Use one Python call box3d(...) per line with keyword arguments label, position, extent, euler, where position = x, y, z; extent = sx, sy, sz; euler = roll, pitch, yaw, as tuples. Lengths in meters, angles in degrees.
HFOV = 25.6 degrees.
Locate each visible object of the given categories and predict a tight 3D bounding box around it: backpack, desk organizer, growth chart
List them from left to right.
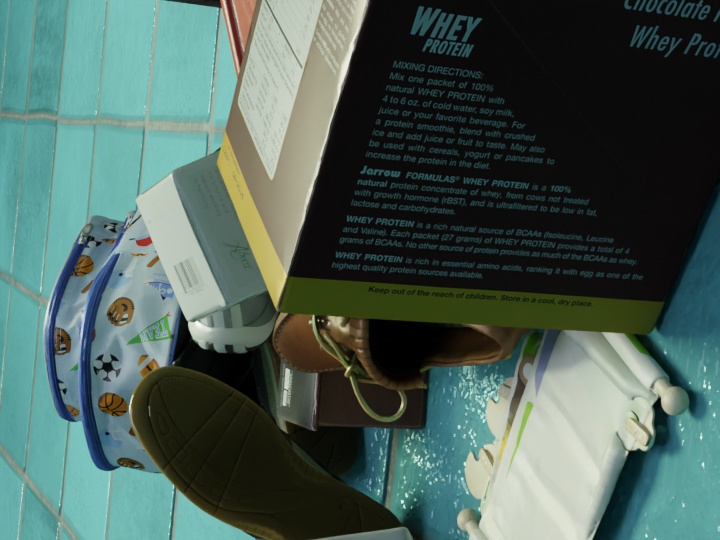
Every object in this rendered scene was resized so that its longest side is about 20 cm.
box3d(label="backpack", position=(-0.147, 0.051, 1.152), extent=(0.191, 0.153, 0.201), euler=(-81, -15, -55))
box3d(label="desk organizer", position=(0.000, 0.000, 1.018), extent=(0.072, 0.077, 0.201), euler=(-175, 89, -69))
box3d(label="growth chart", position=(0.101, 0.099, 0.831), extent=(0.145, 0.018, 0.201), euler=(-115, 36, -51))

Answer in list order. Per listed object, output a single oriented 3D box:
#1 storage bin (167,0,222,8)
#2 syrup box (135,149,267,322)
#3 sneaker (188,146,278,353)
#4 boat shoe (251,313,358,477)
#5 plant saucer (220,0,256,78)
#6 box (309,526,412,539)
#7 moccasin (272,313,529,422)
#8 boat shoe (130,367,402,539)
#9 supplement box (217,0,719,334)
box3d(label="storage bin", position=(-0.131, -0.274, 1.226), extent=(0.135, 0.199, 0.094), euler=(-119, 40, -53))
box3d(label="syrup box", position=(-0.017, -0.049, 0.900), extent=(0.082, 0.199, 0.079), euler=(66, 156, -2))
box3d(label="sneaker", position=(-0.072, -0.051, 1.047), extent=(0.201, 0.075, 0.116), euler=(-84, -7, -47))
box3d(label="boat shoe", position=(-0.050, 0.061, 1.134), extent=(0.065, 0.073, 0.201), euler=(-45, 45, 52))
box3d(label="plant saucer", position=(-0.050, -0.197, 1.057), extent=(0.199, 0.037, 0.201), euler=(-9, 93, 64))
box3d(label="box", position=(-0.053, 0.223, 0.886), extent=(0.152, 0.199, 0.107), euler=(64, -161, -66))
box3d(label="moccasin", position=(0.019, 0.035, 0.886), extent=(0.201, 0.074, 0.078), euler=(-7, 45, 45))
box3d(label="boat shoe", position=(-0.063, 0.135, 0.998), extent=(0.073, 0.200, 0.065), euler=(-53, 7, -15))
box3d(label="supplement box", position=(0.060, -0.094, 0.730), extent=(0.133, 0.196, 0.201), euler=(-117, 37, -51))
